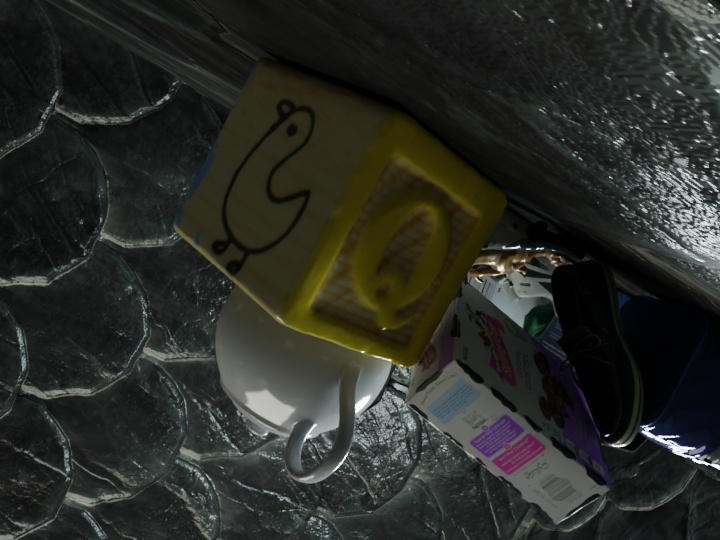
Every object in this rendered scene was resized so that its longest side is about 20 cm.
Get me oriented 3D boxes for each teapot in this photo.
[{"bbox_3d":[-0.072,0.106,0.733,0.197,0.147,0.200,30,-176,11],"label":"teapot"}]

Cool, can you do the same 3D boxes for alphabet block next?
[{"bbox_3d":[-0.020,-0.053,0.672,0.196,0.196,0.200,23,-173,-47],"label":"alphabet block"}]

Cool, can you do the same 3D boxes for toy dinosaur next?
[{"bbox_3d":[0.148,-0.018,0.797,0.199,0.061,0.106,-9,178,-35],"label":"toy dinosaur"}]

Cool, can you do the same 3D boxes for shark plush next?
[{"bbox_3d":[0.138,-0.053,0.755,0.199,0.092,0.083,2,170,30],"label":"shark plush"}]

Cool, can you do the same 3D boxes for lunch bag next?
[{"bbox_3d":[0.343,0.120,0.766,0.132,0.136,0.200,30,-177,-8],"label":"lunch bag"}]

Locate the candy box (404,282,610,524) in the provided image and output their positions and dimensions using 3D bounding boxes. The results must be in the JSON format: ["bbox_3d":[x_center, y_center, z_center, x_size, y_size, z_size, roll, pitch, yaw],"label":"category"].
[{"bbox_3d":[0.146,0.123,0.723,0.200,0.072,0.168,39,-154,-11],"label":"candy box"}]

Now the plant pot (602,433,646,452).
[{"bbox_3d":[0.411,0.150,1.148,0.199,0.200,0.177,25,-163,-48],"label":"plant pot"}]

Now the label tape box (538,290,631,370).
[{"bbox_3d":[0.315,0.125,0.968,0.143,0.201,0.066,34,-177,42],"label":"label tape box"}]

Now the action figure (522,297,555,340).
[{"bbox_3d":[0.288,0.066,1.061,0.199,0.119,0.055,-26,-131,-33],"label":"action figure"}]

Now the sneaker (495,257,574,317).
[{"bbox_3d":[0.209,-0.006,0.971,0.199,0.089,0.074,32,-174,12],"label":"sneaker"}]

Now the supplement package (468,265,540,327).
[{"bbox_3d":[0.172,0.009,1.117,0.113,0.110,0.200,-5,-147,-33],"label":"supplement package"}]

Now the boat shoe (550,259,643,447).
[{"bbox_3d":[0.236,0.080,0.733,0.062,0.201,0.075,6,153,-18],"label":"boat shoe"}]
